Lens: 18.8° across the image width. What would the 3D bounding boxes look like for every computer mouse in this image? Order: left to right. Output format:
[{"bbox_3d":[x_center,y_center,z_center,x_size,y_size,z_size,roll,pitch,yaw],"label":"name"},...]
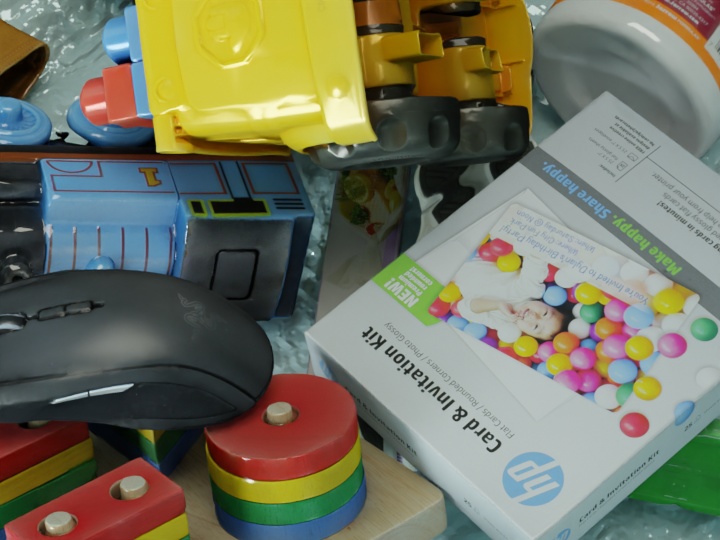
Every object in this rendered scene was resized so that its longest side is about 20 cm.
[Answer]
[{"bbox_3d":[-0.138,0.050,0.925,0.199,0.046,0.141,5,47,-1],"label":"computer mouse"}]

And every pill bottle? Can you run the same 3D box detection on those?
[{"bbox_3d":[0.189,-0.162,1.189,0.114,0.114,0.200,30,62,15],"label":"pill bottle"}]

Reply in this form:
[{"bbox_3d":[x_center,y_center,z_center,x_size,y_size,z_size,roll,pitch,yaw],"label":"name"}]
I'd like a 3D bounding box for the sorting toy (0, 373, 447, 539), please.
[{"bbox_3d":[-0.099,0.089,0.985,0.199,0.070,0.200,-25,35,-30],"label":"sorting toy"}]

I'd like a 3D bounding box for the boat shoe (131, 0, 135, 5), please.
[{"bbox_3d":[-0.099,-0.163,1.212,0.068,0.072,0.200,-3,50,2],"label":"boat shoe"}]

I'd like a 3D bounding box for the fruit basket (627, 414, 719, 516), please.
[{"bbox_3d":[0.173,0.023,1.091,0.185,0.094,0.200,12,54,8],"label":"fruit basket"}]

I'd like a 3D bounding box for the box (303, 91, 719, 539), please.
[{"bbox_3d":[0.099,0.024,1.009,0.200,0.041,0.156,-38,59,-17],"label":"box"}]

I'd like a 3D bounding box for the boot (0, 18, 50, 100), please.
[{"bbox_3d":[-0.272,-0.088,1.152,0.144,0.071,0.201,30,58,18],"label":"boot"}]

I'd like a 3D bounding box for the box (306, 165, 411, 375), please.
[{"bbox_3d":[0.000,0.000,1.128,0.039,0.041,0.200,6,60,3],"label":"box"}]

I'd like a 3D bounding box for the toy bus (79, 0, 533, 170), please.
[{"bbox_3d":[-0.029,-0.106,1.044,0.192,0.200,0.136,-11,87,28],"label":"toy bus"}]

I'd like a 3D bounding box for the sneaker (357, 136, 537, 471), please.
[{"bbox_3d":[0.054,0.019,1.093,0.080,0.084,0.200,10,57,15],"label":"sneaker"}]

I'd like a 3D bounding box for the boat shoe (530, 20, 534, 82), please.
[{"bbox_3d":[0.024,-0.174,1.220,0.075,0.062,0.200,-31,65,-20],"label":"boat shoe"}]

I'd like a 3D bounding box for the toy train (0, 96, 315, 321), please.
[{"bbox_3d":[-0.122,-0.031,1.087,0.200,0.087,0.114,0,35,-20],"label":"toy train"}]
